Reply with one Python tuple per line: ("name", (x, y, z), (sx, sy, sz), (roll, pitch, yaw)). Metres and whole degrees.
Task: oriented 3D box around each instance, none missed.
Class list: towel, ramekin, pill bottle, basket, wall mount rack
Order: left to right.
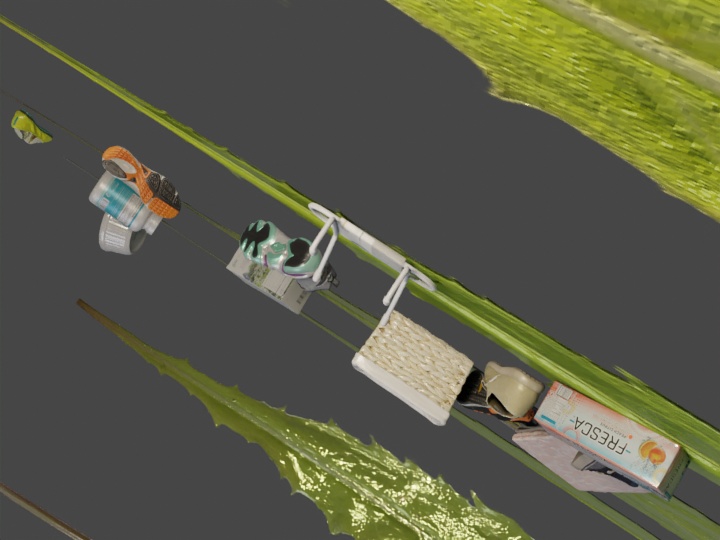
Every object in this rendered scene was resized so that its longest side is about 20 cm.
("ramekin", (-0.711, -0.141, 2.715), (0.093, 0.206, 0.202), (21, 171, 3))
("pill bottle", (-0.648, -0.185, 2.481), (0.199, 0.112, 0.111), (36, 171, -14))
("wall mount rack", (0.000, 0.000, 1.162), (0.198, 0.075, 0.174), (34, 172, 7))
("basket", (0.096, 0.172, 1.594), (0.198, 0.124, 0.136), (33, 172, 7))
("towel", (0.386, 0.331, 1.555), (0.190, 0.033, 0.199), (37, 157, -12))

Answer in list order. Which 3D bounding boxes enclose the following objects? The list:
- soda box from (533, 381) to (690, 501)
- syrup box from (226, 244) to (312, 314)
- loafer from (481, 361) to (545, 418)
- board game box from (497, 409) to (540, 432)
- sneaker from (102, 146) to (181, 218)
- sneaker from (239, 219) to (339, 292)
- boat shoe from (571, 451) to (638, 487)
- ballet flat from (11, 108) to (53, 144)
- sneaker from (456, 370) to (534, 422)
("soda box", (0.335, 0.227, 1.195), (0.198, 0.064, 0.068), (27, 170, 42))
("syrup box", (-0.202, 0.013, 1.993), (0.198, 0.080, 0.081), (27, 170, 38))
("loafer", (0.224, 0.189, 1.384), (0.075, 0.069, 0.200), (33, 172, 0))
("board game box", (0.351, 0.313, 1.714), (0.134, 0.035, 0.200), (34, 171, -1))
("sneaker", (-0.468, -0.194, 1.923), (0.200, 0.076, 0.092), (44, 177, -15))
("sneaker", (-0.117, -0.010, 1.544), (0.198, 0.078, 0.140), (27, 168, 43))
("boat shoe", (0.375, 0.285, 1.324), (0.092, 0.075, 0.200), (34, 174, 14))
("ballet flat", (-0.965, -0.408, 2.596), (0.066, 0.068, 0.200), (31, 172, 8))
("sneaker", (0.239, 0.235, 1.580), (0.089, 0.071, 0.200), (37, 170, -10))
